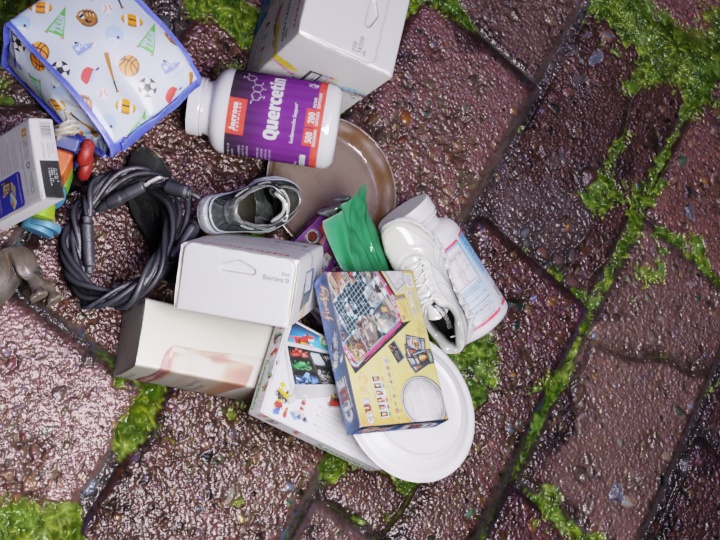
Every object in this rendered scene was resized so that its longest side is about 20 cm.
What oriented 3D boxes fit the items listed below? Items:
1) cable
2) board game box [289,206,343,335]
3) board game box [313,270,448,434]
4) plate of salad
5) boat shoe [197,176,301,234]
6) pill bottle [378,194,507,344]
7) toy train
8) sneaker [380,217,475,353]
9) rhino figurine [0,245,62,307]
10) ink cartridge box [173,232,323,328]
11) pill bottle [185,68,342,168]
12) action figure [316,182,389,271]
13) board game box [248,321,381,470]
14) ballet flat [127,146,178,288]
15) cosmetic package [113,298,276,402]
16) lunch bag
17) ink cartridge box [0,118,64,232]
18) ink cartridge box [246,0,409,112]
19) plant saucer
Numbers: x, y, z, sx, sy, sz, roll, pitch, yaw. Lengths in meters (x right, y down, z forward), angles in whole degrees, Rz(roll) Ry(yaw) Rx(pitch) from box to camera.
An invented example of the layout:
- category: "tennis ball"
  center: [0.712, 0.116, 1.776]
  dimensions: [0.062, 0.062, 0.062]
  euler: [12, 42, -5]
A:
- category: "cable"
  center: [-0.296, -0.041, 1.569]
  dimensions: [0.162, 0.051, 0.201]
  euler: [28, 74, 16]
- category: "board game box"
  center: [-0.025, 0.027, 1.721]
  dimensions: [0.120, 0.032, 0.200]
  euler: [-47, 109, -23]
- category: "board game box"
  center: [0.025, 0.099, 1.580]
  dimensions: [0.135, 0.035, 0.202]
  euler: [0, 67, -33]
- category: "plate of salad"
  center: [0.058, 0.174, 1.617]
  dimensions: [0.199, 0.048, 0.202]
  euler: [14, 61, -27]
- category: "boat shoe"
  center: [-0.123, -0.078, 1.620]
  dimensions: [0.200, 0.070, 0.073]
  euler: [-24, 111, -57]
- category: "pill bottle"
  center: [0.111, -0.001, 1.763]
  dimensions: [0.109, 0.108, 0.201]
  euler: [-40, 104, -28]
- category: "toy train"
  center: [-0.369, -0.112, 1.502]
  dimensions: [0.084, 0.200, 0.117]
  euler: [16, 78, -10]
- category: "sneaker"
  center: [0.090, 0.021, 1.674]
  dimensions: [0.201, 0.075, 0.081]
  euler: [58, 18, -12]
- category: "rhino figurine"
  center: [-0.460, 0.033, 1.498]
  dimensions: [0.199, 0.060, 0.088]
  euler: [-26, 71, -29]
- category: "ink cartridge box"
  center: [-0.133, 0.007, 1.565]
  dimensions: [0.144, 0.200, 0.088]
  euler: [9, 95, 5]
- category: "pill bottle"
  center: [-0.127, -0.203, 1.675]
  dimensions: [0.198, 0.113, 0.113]
  euler: [8, 73, -2]
- category: "action figure"
  center: [0.000, 0.000, 1.681]
  dimensions: [0.118, 0.054, 0.201]
  euler: [-41, 120, -46]
- category: "board game box"
  center: [-0.039, 0.159, 1.602]
  dimensions: [0.199, 0.034, 0.127]
  euler: [31, 64, -31]
- category: "ballet flat"
  center: [-0.254, -0.064, 1.643]
  dimensions: [0.066, 0.057, 0.201]
  euler: [-21, 85, 10]
- category: "cosmetic package"
  center: [-0.197, 0.104, 1.595]
  dimensions: [0.199, 0.103, 0.088]
  euler: [14, 73, -23]
- category: "lunch bag"
  center: [-0.324, -0.256, 1.596]
  dimensions: [0.200, 0.124, 0.170]
  euler: [43, 63, 4]
- category: "ink cartridge box"
  center: [-0.417, -0.102, 1.482]
  dimensions: [0.037, 0.199, 0.096]
  euler: [-3, 79, -47]
- category: "ink cartridge box"
  center: [-0.046, -0.319, 1.714]
  dimensions: [0.144, 0.200, 0.148]
  euler: [20, 70, -22]
- category: "plant saucer"
  center: [-0.044, -0.115, 1.765]
  dimensions: [0.199, 0.032, 0.202]
  euler: [6, 76, -26]
